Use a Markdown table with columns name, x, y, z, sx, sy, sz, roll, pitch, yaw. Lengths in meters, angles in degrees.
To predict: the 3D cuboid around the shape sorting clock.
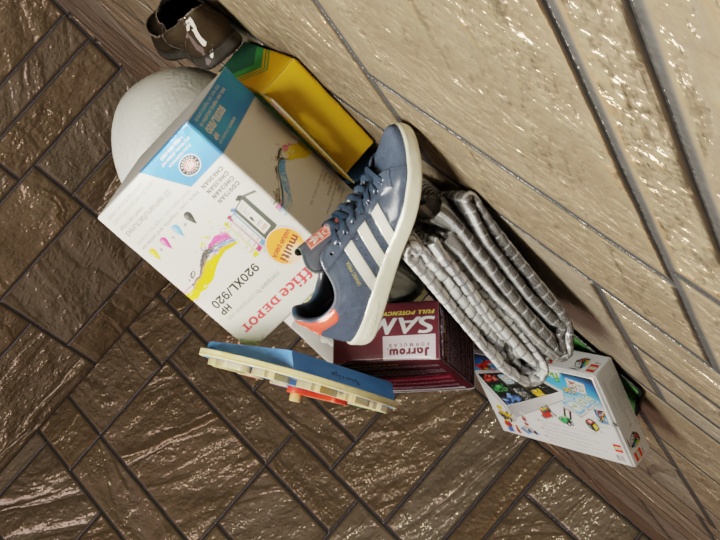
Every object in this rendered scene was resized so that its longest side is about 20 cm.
| name | x | y | z | sx | sy | sz | roll | pitch | yaw |
| --- | --- | --- | --- | --- | --- | --- | --- | --- | --- |
| shape sorting clock | -0.060 | 0.107 | 1.186 | 0.197 | 0.040 | 0.200 | 12 | 170 | 2 |

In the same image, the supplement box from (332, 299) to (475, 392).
| name | x | y | z | sx | sy | sz | roll | pitch | yaw |
| --- | --- | --- | --- | --- | --- | --- | --- | --- | --- |
| supplement box | 0.049 | 0.081 | 1.254 | 0.107 | 0.062 | 0.200 | -4 | 166 | 14 |

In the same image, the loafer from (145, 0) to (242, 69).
| name | x | y | z | sx | sy | sz | roll | pitch | yaw |
| --- | --- | --- | --- | --- | --- | --- | --- | --- | --- |
| loafer | -0.189 | -0.274 | 1.337 | 0.072 | 0.073 | 0.200 | 55 | 166 | -29 |

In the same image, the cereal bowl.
| name | x | y | z | sx | sy | sz | roll | pitch | yaw |
| --- | --- | --- | --- | --- | --- | --- | --- | --- | --- |
| cereal bowl | -0.169 | -0.134 | 1.352 | 0.083 | 0.201 | 0.200 | -20 | 126 | 44 |

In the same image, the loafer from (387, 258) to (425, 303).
| name | x | y | z | sx | sy | sz | roll | pitch | yaw |
| --- | --- | --- | --- | --- | --- | --- | --- | --- | --- |
| loafer | 0.017 | 0.012 | 1.211 | 0.070 | 0.070 | 0.200 | 50 | -177 | 16 |

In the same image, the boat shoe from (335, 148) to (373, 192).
| name | x | y | z | sx | sy | sz | roll | pitch | yaw |
| --- | --- | --- | --- | --- | --- | --- | --- | --- | --- |
| boat shoe | -0.026 | -0.099 | 1.359 | 0.200 | 0.083 | 0.069 | 29 | 143 | 65 |

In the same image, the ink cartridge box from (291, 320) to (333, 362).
| name | x | y | z | sx | sy | sz | roll | pitch | yaw |
| --- | --- | --- | --- | --- | --- | --- | --- | --- | --- |
| ink cartridge box | 0.000 | 0.000 | 1.364 | 0.117 | 0.200 | 0.067 | 38 | 175 | 43 |

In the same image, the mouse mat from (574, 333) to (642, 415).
| name | x | y | z | sx | sy | sz | roll | pitch | yaw |
| --- | --- | --- | --- | --- | --- | --- | --- | --- | --- |
| mouse mat | 0.249 | 0.097 | 1.373 | 0.161 | 0.008 | 0.200 | 42 | 178 | 17 |

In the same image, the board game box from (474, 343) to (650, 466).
| name | x | y | z | sx | sy | sz | roll | pitch | yaw |
| --- | --- | --- | --- | --- | --- | --- | --- | --- | --- |
| board game box | 0.211 | 0.138 | 1.345 | 0.199 | 0.035 | 0.127 | 10 | 134 | 52 |

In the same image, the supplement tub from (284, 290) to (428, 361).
| name | x | y | z | sx | sy | sz | roll | pitch | yaw |
| --- | --- | --- | --- | --- | --- | --- | --- | --- | --- |
| supplement tub | 0.002 | 0.012 | 1.492 | 0.145 | 0.200 | 0.145 | 42 | 176 | 3 |

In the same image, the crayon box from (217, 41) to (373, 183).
| name | x | y | z | sx | sy | sz | roll | pitch | yaw |
| --- | --- | --- | --- | --- | --- | --- | --- | --- | --- |
| crayon box | -0.065 | -0.168 | 1.282 | 0.126 | 0.052 | 0.200 | 44 | 177 | -27 |

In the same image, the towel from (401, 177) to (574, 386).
| name | x | y | z | sx | sy | sz | roll | pitch | yaw |
| --- | --- | --- | --- | --- | --- | --- | --- | --- | --- |
| towel | 0.106 | 0.000 | 1.159 | 0.200 | 0.085 | 0.166 | 48 | -178 | -19 |

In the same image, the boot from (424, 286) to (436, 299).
| name | x | y | z | sx | sy | sz | roll | pitch | yaw |
| --- | --- | --- | --- | --- | --- | --- | --- | --- | --- |
| boot | 0.129 | 0.032 | 1.363 | 0.073 | 0.076 | 0.200 | 35 | 173 | 47 |

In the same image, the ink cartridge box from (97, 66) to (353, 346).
| name | x | y | z | sx | sy | sz | roll | pitch | yaw |
| --- | --- | --- | --- | --- | --- | --- | --- | --- | --- |
| ink cartridge box | -0.121 | -0.059 | 1.206 | 0.200 | 0.147 | 0.145 | 42 | -154 | -14 |

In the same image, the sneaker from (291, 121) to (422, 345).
| name | x | y | z | sx | sy | sz | roll | pitch | yaw |
| --- | --- | --- | --- | --- | --- | --- | --- | --- | --- |
| sneaker | -0.008 | -0.033 | 1.061 | 0.084 | 0.202 | 0.075 | 10 | -166 | -19 |
